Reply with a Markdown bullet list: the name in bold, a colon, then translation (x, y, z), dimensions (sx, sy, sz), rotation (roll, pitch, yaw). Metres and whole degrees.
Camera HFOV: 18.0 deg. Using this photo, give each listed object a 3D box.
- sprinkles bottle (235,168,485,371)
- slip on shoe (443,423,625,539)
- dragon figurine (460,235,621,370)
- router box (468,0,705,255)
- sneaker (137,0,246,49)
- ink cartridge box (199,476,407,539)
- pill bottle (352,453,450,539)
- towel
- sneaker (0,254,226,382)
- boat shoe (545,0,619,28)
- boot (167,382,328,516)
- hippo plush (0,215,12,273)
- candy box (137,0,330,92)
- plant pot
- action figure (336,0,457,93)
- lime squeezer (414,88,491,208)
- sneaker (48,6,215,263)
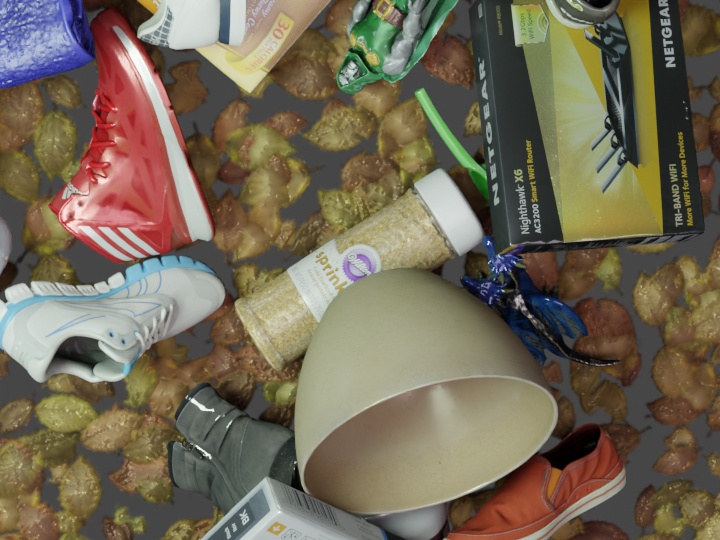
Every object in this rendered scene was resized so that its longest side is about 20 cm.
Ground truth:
- **sprinkles bottle**: translation (0.000, 0.000, 1.791), dimensions (0.200, 0.068, 0.068), rotation (-33, 113, 1)
- **slip on shoe**: translation (0.139, 0.183, 1.857), dimensions (0.200, 0.074, 0.061), rotation (-27, 107, -37)
- **dragon figurine**: translation (0.141, 0.042, 1.819), dimensions (0.059, 0.099, 0.200), rotation (-41, 116, 5)
- **router box**: translation (0.174, -0.117, 1.750), dimensions (0.157, 0.052, 0.201), rotation (-5, 83, -11)
- **sneaker**: translation (-0.122, -0.255, 1.613), dimensions (0.080, 0.076, 0.201), rotation (0, 107, -2)
- **ink cartridge box**: translation (-0.063, 0.262, 1.751), dimensions (0.198, 0.043, 0.200), rotation (29, 116, -38)
- **pill bottle**: translation (0.023, 0.236, 1.860), dimensions (0.109, 0.110, 0.200), rotation (-15, 112, -7)
- **towel**: translation (-0.293, -0.188, 1.606), dimensions (0.200, 0.050, 0.148), rotation (-18, 68, 12)
- **sneaker**: translation (-0.182, 0.048, 1.731), dimensions (0.200, 0.087, 0.075), rotation (-14, 135, -33)
- **boat shoe**: translation (0.146, -0.281, 1.699), dimensions (0.072, 0.061, 0.202), rotation (-24, 94, -9)
- **boot**: translation (-0.096, 0.194, 1.822), dimensions (0.070, 0.131, 0.200), rotation (-21, 128, -51)
- **hippo plush**: translation (-0.333, -0.009, 1.666), dimensions (0.200, 0.159, 0.161), rotation (-53, 124, -11)
- **candy box**: translation (-0.122, -0.241, 1.683), dimensions (0.200, 0.055, 0.115), rotation (39, 98, -21)
- **plant pot**: translation (0.035, 0.079, 1.723), dimensions (0.200, 0.135, 0.200), rotation (-13, 148, -8)
- **action figure**: translation (0.037, -0.216, 1.711), dimensions (0.055, 0.118, 0.200), rotation (3, 125, -47)
- **lime squeezer**: translation (0.122, -0.076, 1.807), dimensions (0.200, 0.038, 0.071), rotation (21, 104, -18)
- **sneaker**: translation (-0.192, -0.091, 1.712), dimensions (0.115, 0.078, 0.200), rotation (-23, 112, -5)
